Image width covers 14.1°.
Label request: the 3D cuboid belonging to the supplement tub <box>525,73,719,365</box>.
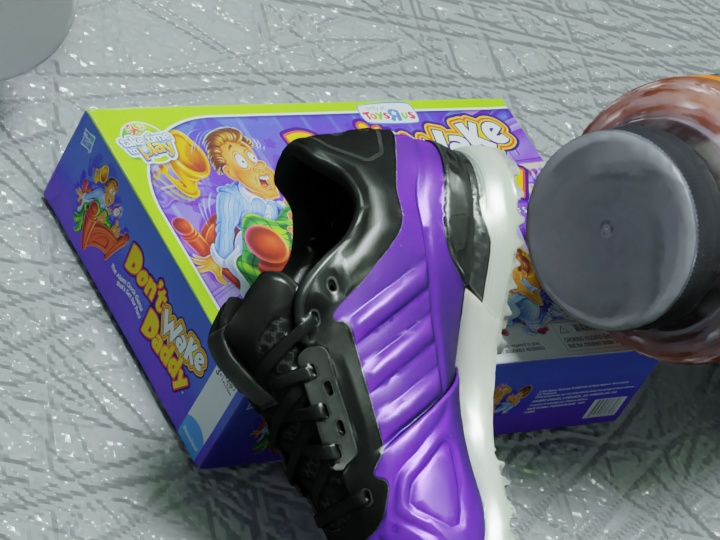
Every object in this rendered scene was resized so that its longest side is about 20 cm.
[{"bbox_3d":[0.144,-0.022,1.083,0.200,0.107,0.107,-6,50,-53],"label":"supplement tub"}]

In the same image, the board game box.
[{"bbox_3d":[0.000,0.000,1.076,0.200,0.045,0.135,-4,50,-39],"label":"board game box"}]

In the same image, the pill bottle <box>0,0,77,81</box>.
[{"bbox_3d":[-0.142,-0.163,1.105,0.111,0.111,0.200,19,38,-17],"label":"pill bottle"}]

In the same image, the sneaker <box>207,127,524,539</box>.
[{"bbox_3d":[-0.006,0.046,0.953,0.099,0.070,0.201,14,67,-28],"label":"sneaker"}]
